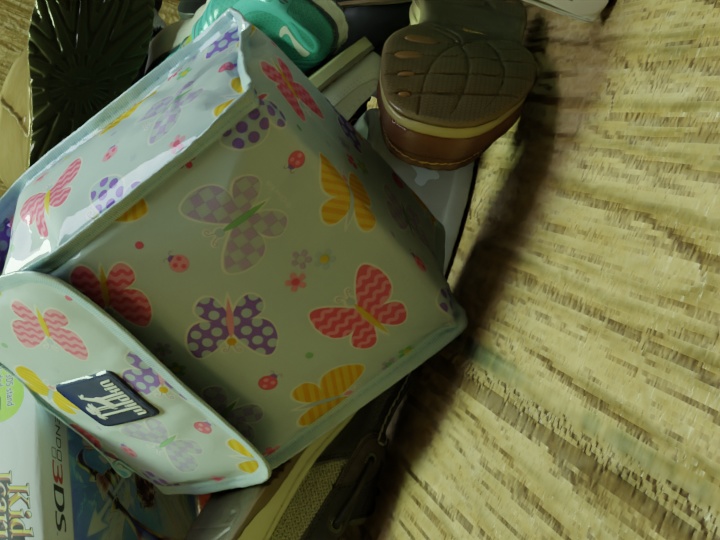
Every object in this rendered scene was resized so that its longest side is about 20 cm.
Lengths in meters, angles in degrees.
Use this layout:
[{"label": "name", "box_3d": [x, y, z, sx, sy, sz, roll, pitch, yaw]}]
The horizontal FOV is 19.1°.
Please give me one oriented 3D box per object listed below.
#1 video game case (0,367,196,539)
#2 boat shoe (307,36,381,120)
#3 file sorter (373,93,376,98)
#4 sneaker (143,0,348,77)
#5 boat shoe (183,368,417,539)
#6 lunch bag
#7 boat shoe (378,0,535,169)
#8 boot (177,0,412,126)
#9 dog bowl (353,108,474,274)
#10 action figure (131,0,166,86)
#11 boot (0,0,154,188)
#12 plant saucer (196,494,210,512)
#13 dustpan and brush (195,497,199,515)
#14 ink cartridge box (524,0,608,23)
[{"label": "video game case", "box_3d": [-0.141, 0.124, 1.127, 0.200, 0.045, 0.182, 46, -146, -61]}, {"label": "boat shoe", "box_3d": [-0.048, -0.038, 1.151, 0.200, 0.068, 0.075, -45, 0, 17]}, {"label": "file sorter", "box_3d": [-0.015, -0.126, 1.367, 0.139, 0.124, 0.200, -114, 45, -79]}, {"label": "sneaker", "box_3d": [-0.071, -0.104, 1.145, 0.200, 0.077, 0.080, -35, 25, 58]}, {"label": "boat shoe", "box_3d": [-0.024, 0.104, 1.061, 0.200, 0.065, 0.073, -53, 24, -20]}, {"label": "lunch bag", "box_3d": [-0.077, 0.010, 1.011, 0.200, 0.170, 0.127, -34, 29, 16]}, {"label": "boat shoe", "box_3d": [0.045, -0.085, 1.049, 0.200, 0.072, 0.068, -73, -4, -67]}, {"label": "boot", "box_3d": [0.008, -0.117, 1.251, 0.077, 0.200, 0.139, -67, -35, -56]}, {"label": "dog bowl", "box_3d": [0.000, 0.000, 1.194, 0.200, 0.059, 0.200, -160, 90, -81]}, {"label": "action figure", "box_3d": [-0.149, -0.079, 1.360, 0.200, 0.104, 0.194, -94, 7, -68]}, {"label": "boot", "box_3d": [-0.179, -0.116, 1.259, 0.200, 0.066, 0.175, -142, 66, -72]}, {"label": "plant saucer", "box_3d": [-0.079, 0.047, 1.284, 0.200, 0.037, 0.200, 97, 173, -74]}, {"label": "dustpan and brush", "box_3d": [-0.133, 0.194, 1.322, 0.140, 0.057, 0.200, -59, -6, -14]}, {"label": "ink cartridge box", "box_3d": [0.096, -0.222, 1.016, 0.200, 0.084, 0.146, -88, 19, -66]}]
